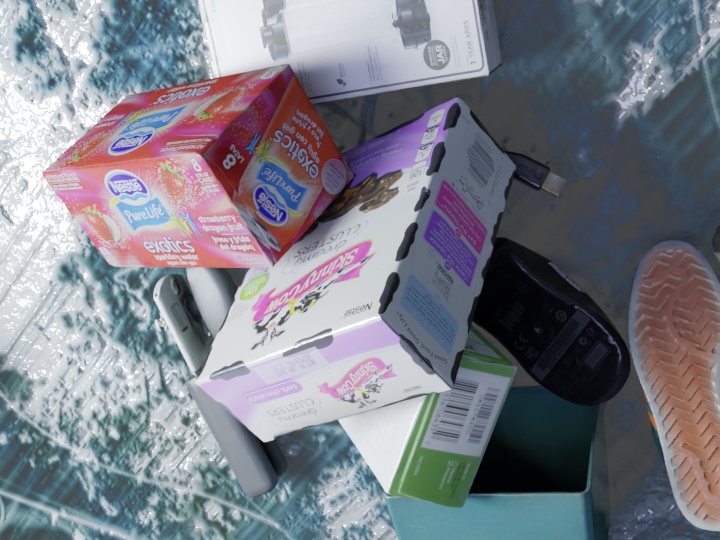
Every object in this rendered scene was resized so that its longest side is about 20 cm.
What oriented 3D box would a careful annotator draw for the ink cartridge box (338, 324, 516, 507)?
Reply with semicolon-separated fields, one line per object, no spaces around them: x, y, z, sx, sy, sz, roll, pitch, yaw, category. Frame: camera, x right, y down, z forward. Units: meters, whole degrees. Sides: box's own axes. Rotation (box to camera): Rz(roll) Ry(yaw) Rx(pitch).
0.028;0.070;0.776;0.059;0.200;0.104;15;103;-23;ink cartridge box

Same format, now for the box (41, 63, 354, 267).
-0.117;-0.068;0.765;0.200;0.100;0.096;1;132;46;box

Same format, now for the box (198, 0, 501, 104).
-0.010;-0.181;0.770;0.199;0.060;0.117;-7;105;18;box

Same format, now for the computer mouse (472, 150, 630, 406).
0.128;-0.005;0.796;0.200;0.046;0.141;35;119;16;computer mouse

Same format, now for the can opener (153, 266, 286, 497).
-0.110;0.088;0.892;0.066;0.053;0.201;-18;102;20;can opener

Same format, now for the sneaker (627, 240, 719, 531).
0.231;0.081;0.781;0.071;0.080;0.201;-8;84;10;sneaker

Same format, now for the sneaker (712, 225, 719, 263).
0.299;-0.091;0.706;0.200;0.075;0.106;-34;91;14;sneaker

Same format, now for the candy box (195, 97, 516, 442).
0.000;0.000;0.724;0.167;0.200;0.072;-21;125;38;candy box

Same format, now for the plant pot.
0.117;0.209;0.819;0.141;0.141;0.201;-4;113;18;plant pot
